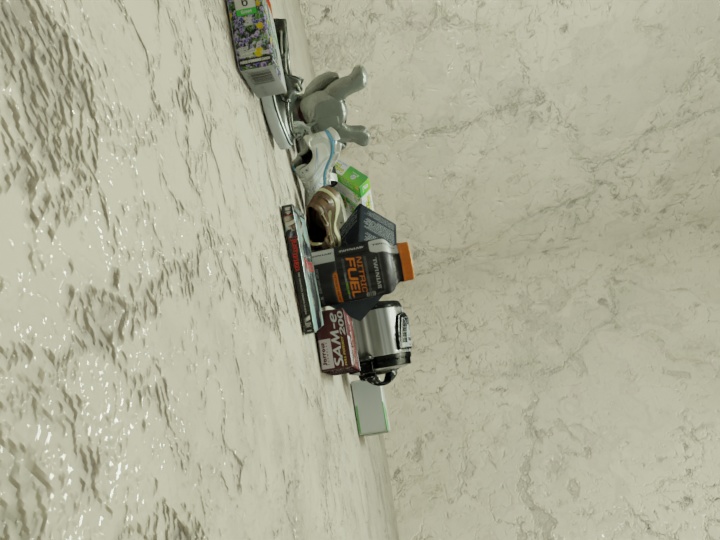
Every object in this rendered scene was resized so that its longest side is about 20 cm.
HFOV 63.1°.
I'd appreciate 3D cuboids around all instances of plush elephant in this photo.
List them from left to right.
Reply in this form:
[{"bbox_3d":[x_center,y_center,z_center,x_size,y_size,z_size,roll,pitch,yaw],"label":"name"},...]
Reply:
[{"bbox_3d":[-0.090,-0.339,1.246,0.155,0.198,0.167,41,-32,52],"label":"plush elephant"}]

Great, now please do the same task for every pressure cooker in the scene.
[{"bbox_3d":[0.040,0.189,1.486,0.178,0.173,0.203,145,-63,-64],"label":"pressure cooker"}]

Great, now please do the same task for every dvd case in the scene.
[{"bbox_3d":[-0.093,-0.001,0.968,0.146,0.022,0.203,35,44,-88],"label":"dvd case"}]

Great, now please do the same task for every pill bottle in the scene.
[{"bbox_3d":[0.000,0.000,1.096,0.106,0.197,0.108,-11,90,-88],"label":"pill bottle"}]

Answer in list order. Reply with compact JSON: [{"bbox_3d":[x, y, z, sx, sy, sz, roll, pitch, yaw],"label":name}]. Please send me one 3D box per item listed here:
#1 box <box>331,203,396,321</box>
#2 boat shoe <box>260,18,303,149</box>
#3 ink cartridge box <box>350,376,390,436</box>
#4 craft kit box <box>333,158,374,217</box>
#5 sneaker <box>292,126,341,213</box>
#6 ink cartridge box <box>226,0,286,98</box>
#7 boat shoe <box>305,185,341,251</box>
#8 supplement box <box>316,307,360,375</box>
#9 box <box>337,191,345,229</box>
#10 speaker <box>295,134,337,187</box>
[{"bbox_3d":[-0.001,-0.020,1.297,0.149,0.106,0.201,-50,-158,33],"label":"box"},{"bbox_3d":[-0.124,-0.298,0.933,0.072,0.070,0.203,-96,176,-72],"label":"boat shoe"},{"bbox_3d":[0.032,0.391,1.670,0.200,0.086,0.148,68,12,-73],"label":"ink cartridge box"},{"bbox_3d":[-0.051,-0.218,1.569,0.199,0.049,0.198,37,-18,25],"label":"craft kit box"},{"bbox_3d":[-0.104,-0.199,1.198,0.075,0.086,0.202,51,-39,37],"label":"sneaker"},{"bbox_3d":[-0.149,-0.357,0.810,0.109,0.049,0.204,44,36,-87],"label":"ink cartridge box"},{"bbox_3d":[-0.086,-0.078,1.204,0.075,0.074,0.204,-49,154,-36],"label":"boat shoe"},{"bbox_3d":[-0.043,0.142,1.134,0.200,0.060,0.111,67,13,-78],"label":"supplement box"},{"bbox_3d":[-0.074,-0.130,1.479,0.200,0.076,0.097,61,18,-85],"label":"box"},{"bbox_3d":[-0.109,-0.295,1.368,0.081,0.080,0.204,62,17,-84],"label":"speaker"}]
